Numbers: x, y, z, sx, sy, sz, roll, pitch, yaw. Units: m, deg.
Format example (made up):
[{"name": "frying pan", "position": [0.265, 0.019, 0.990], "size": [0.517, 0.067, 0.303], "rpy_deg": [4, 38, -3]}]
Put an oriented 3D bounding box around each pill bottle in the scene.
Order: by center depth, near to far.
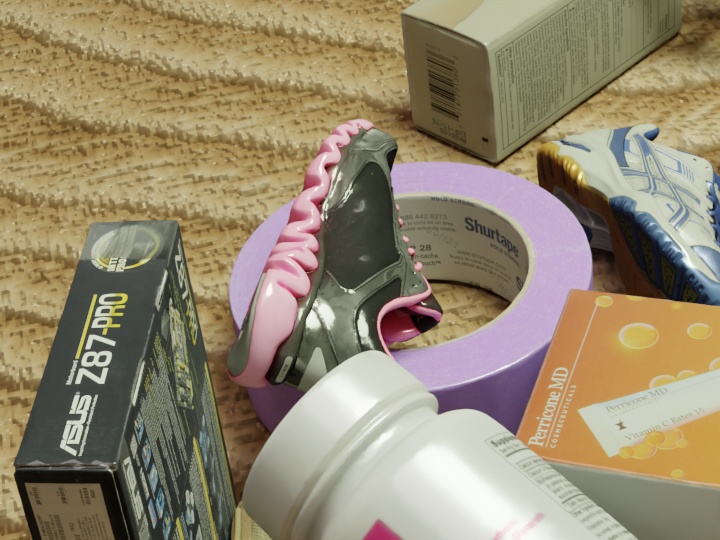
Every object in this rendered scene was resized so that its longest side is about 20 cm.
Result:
[{"name": "pill bottle", "position": [0.051, 0.132, 0.762], "size": [0.200, 0.114, 0.113], "rpy_deg": [39, 56, 20]}]

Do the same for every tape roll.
[{"name": "tape roll", "position": [0.030, 0.023, 0.988], "size": [0.199, 0.066, 0.201], "rpy_deg": [-5, 39, 4]}]

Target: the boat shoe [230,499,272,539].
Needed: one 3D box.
[{"name": "boat shoe", "position": [-0.030, 0.170, 0.825], "size": [0.064, 0.071, 0.200], "rpy_deg": [-37, 28, 24]}]

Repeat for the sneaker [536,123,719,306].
[{"name": "sneaker", "position": [0.180, -0.031, 1.019], "size": [0.088, 0.076, 0.200], "rpy_deg": [-19, 40, -14]}]

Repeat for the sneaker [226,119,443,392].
[{"name": "sneaker", "position": [0.000, 0.000, 0.929], "size": [0.095, 0.079, 0.200], "rpy_deg": [20, 43, 0]}]

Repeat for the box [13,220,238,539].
[{"name": "box", "position": [-0.097, 0.103, 0.801], "size": [0.049, 0.201, 0.162], "rpy_deg": [-1, 39, 9]}]

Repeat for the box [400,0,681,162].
[{"name": "box", "position": [0.125, -0.166, 1.185], "size": [0.078, 0.095, 0.200], "rpy_deg": [27, 49, 37]}]

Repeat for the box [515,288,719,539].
[{"name": "box", "position": [0.183, 0.094, 0.843], "size": [0.199, 0.098, 0.125], "rpy_deg": [6, 41, 19]}]
